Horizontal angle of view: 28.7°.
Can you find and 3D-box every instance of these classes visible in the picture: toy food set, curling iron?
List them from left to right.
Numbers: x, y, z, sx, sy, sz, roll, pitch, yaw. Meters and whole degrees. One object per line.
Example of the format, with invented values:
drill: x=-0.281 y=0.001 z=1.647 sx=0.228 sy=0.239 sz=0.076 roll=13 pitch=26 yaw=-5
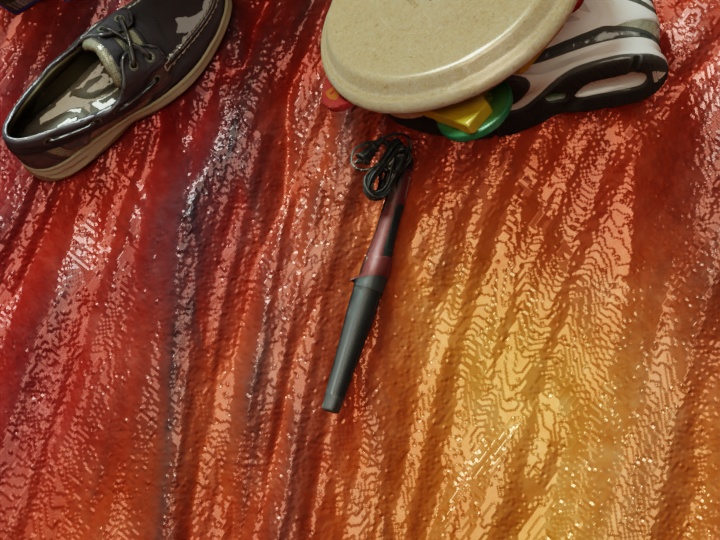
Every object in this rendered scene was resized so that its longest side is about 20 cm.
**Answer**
curling iron: x=0.000 y=0.000 z=0.985 sx=0.049 sy=0.025 sz=0.202 roll=14 pitch=87 yaw=-28
toy food set: x=0.058 y=-0.175 z=0.938 sx=0.198 sy=0.049 sz=0.199 roll=-49 pitch=45 yaw=-12

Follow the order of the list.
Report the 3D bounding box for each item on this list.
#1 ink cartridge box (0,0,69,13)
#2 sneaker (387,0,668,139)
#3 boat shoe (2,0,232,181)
ink cartridge box: x=-0.275 y=-0.275 z=1.009 sx=0.076 sy=0.136 sz=0.202 roll=-27 pitch=79 yaw=9
sneaker: x=0.110 y=-0.164 z=0.985 sx=0.198 sy=0.076 sz=0.116 roll=-8 pitch=62 yaw=13
boat shoe: x=-0.175 y=-0.146 z=1.013 sx=0.200 sy=0.065 sz=0.072 roll=-41 pitch=77 yaw=0
